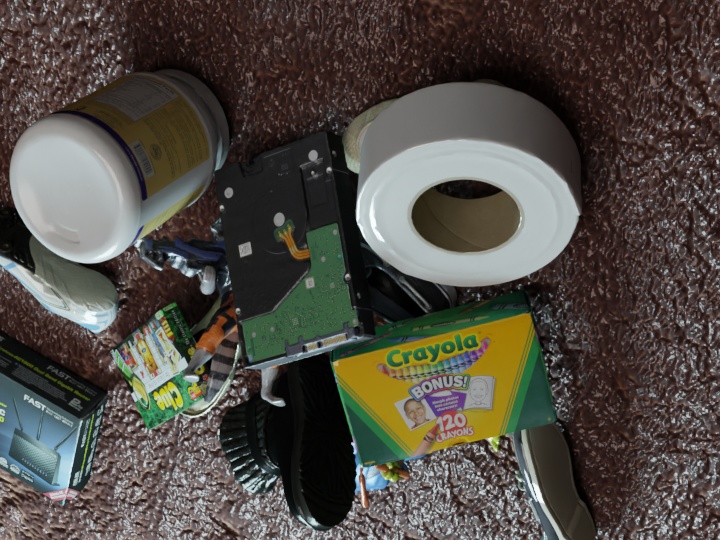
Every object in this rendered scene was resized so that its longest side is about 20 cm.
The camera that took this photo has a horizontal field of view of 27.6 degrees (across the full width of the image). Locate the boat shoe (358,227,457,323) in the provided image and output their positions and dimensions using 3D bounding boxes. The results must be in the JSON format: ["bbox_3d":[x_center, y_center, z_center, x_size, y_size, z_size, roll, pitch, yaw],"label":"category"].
[{"bbox_3d":[0.000,0.000,1.463,0.199,0.068,0.072,34,128,5],"label":"boat shoe"}]

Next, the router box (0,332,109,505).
[{"bbox_3d":[-0.413,0.174,1.788,0.198,0.062,0.151,27,126,11],"label":"router box"}]

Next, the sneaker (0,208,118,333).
[{"bbox_3d":[-0.360,0.002,1.656,0.199,0.072,0.073,36,137,9],"label":"sneaker"}]

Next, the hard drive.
[{"bbox_3d":[-0.064,-0.018,1.414,0.138,0.038,0.203,-18,75,29],"label":"hard drive"}]

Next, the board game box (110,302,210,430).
[{"bbox_3d":[-0.218,0.109,1.611,0.106,0.023,0.200,61,150,2],"label":"board game box"}]

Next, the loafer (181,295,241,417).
[{"bbox_3d":[-0.170,0.095,1.609,0.075,0.068,0.201,35,128,5],"label":"loafer"}]

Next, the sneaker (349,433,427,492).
[{"bbox_3d":[-0.002,0.221,1.598,0.078,0.066,0.200,43,128,-6],"label":"sneaker"}]

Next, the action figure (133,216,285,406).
[{"bbox_3d":[-0.147,0.027,1.494,0.197,0.196,0.104,13,157,-22],"label":"action figure"}]

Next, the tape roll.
[{"bbox_3d":[0.096,-0.073,1.314,0.199,0.071,0.204,3,141,3],"label":"tape roll"}]

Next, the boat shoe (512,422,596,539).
[{"bbox_3d":[0.182,0.224,1.493,0.062,0.073,0.202,0,129,36],"label":"boat shoe"}]

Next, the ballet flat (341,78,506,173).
[{"bbox_3d":[0.050,-0.129,1.363,0.198,0.062,0.068,-19,106,35],"label":"ballet flat"}]

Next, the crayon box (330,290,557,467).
[{"bbox_3d":[0.080,0.105,1.417,0.197,0.058,0.120,-14,110,5],"label":"crayon box"}]

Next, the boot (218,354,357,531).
[{"bbox_3d":[-0.081,0.206,1.563,0.079,0.213,0.158,26,131,-30],"label":"boot"}]

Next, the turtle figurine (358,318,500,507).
[{"bbox_3d":[0.064,0.147,1.500,0.159,0.064,0.203,4,102,4],"label":"turtle figurine"}]

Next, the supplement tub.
[{"bbox_3d":[-0.229,-0.108,1.429,0.144,0.200,0.147,11,118,23],"label":"supplement tub"}]
